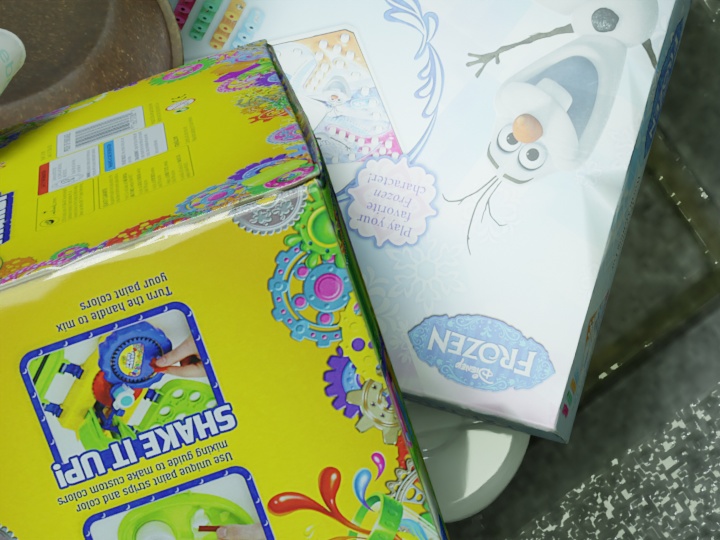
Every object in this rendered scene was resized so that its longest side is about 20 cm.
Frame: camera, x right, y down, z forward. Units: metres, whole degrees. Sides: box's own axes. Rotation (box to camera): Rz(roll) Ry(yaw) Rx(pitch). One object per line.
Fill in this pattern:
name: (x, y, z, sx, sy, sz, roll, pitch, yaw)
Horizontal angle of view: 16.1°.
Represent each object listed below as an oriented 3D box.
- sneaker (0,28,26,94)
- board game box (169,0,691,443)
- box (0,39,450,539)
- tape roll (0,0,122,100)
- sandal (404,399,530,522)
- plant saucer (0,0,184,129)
sneaker: (-0.185, -0.040, 0.820, 0.088, 0.200, 0.075, -41, 116, -43)
board game box: (0.004, -0.060, 0.905, 0.199, 0.043, 0.200, 15, 82, 13)
box: (-0.045, 0.055, 0.761, 0.122, 0.200, 0.193, -20, 106, -1)
tape roll: (-0.161, -0.148, 0.855, 0.199, 0.200, 0.085, 4, 55, -3)
sandal: (0.007, -0.003, 0.943, 0.082, 0.050, 0.203, -26, 77, 4)
plant saucer: (-0.157, -0.088, 0.837, 0.200, 0.201, 0.037, 4, 55, -3)
